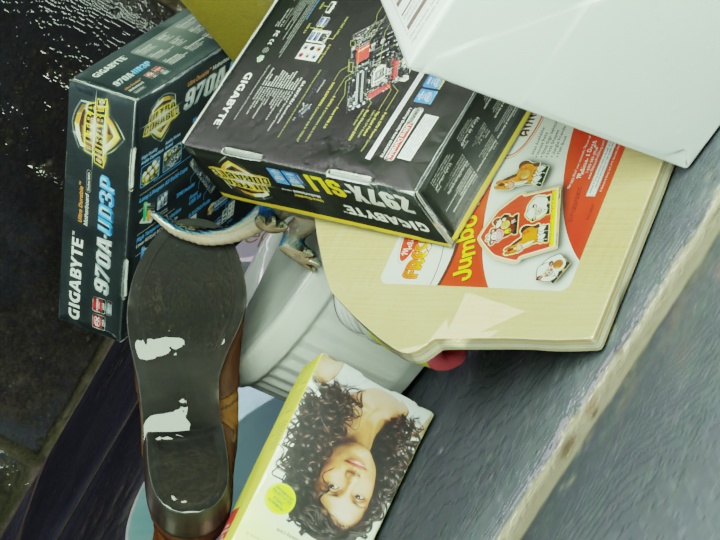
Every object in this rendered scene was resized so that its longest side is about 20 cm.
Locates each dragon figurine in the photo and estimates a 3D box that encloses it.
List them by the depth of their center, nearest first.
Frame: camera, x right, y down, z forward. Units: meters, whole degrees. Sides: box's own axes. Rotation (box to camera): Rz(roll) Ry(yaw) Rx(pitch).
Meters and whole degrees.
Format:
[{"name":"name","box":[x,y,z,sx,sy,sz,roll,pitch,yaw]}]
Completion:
[{"name":"dragon figurine","box":[-0.015,-0.058,1.121,0.200,0.059,0.100,-8,56,37]}]

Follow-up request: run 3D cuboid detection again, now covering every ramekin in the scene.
[{"name":"ramekin","box":[0.000,0.000,1.246,0.202,0.094,0.202,-54,14,20]}]

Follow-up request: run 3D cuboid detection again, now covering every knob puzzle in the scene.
[{"name":"knob puzzle","box":[0.062,-0.036,0.997,0.219,0.030,0.220,-21,45,22]}]

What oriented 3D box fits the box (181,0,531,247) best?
[{"name":"box","box":[0.024,-0.115,1.033,0.160,0.049,0.200,14,64,39]}]

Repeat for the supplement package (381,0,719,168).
[{"name":"supplement package","box":[0.120,-0.170,0.874,0.200,0.156,0.111,-55,33,29]}]

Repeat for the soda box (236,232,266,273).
[{"name":"soda box","box":[-0.070,-0.010,1.439,0.200,0.068,0.064,0,52,35]}]

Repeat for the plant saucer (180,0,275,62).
[{"name":"plant saucer","box":[-0.019,-0.209,1.130,0.200,0.048,0.200,-60,-19,-6]}]

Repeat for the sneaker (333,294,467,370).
[{"name":"sneaker","box":[0.079,-0.028,1.049,0.200,0.078,0.090,-52,41,4]}]

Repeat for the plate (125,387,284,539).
[{"name":"plate","box":[-0.072,0.126,1.345,0.200,0.026,0.200,-35,25,19]}]

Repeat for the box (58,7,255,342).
[{"name":"box","box":[-0.103,-0.072,1.217,0.200,0.046,0.159,-43,-32,-51]}]

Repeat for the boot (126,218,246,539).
[{"name":"boot","box":[-0.098,0.090,1.207,0.200,0.068,0.189,102,160,-65]}]

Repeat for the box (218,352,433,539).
[{"name":"box","box":[-0.038,0.149,1.100,0.200,0.075,0.050,-65,9,-17]}]
